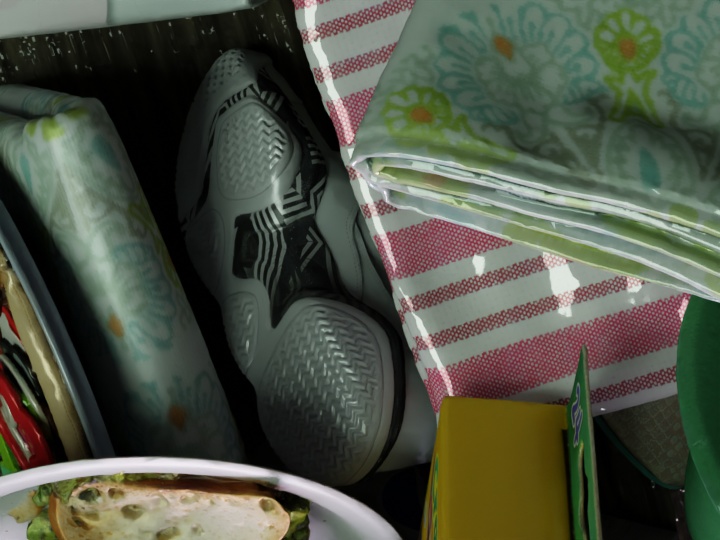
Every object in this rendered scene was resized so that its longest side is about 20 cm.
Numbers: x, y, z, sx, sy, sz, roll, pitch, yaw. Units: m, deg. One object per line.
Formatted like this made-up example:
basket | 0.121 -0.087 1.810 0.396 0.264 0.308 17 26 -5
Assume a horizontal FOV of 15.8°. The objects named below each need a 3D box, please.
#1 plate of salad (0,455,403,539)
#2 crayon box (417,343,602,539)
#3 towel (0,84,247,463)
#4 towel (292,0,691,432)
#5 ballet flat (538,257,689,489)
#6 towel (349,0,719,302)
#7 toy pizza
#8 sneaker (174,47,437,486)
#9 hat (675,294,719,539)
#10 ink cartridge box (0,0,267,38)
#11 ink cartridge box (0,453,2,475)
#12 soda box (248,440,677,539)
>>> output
plate of salad | -0.079 0.125 0.987 0.199 0.048 0.200 -2 149 -1
crayon box | 0.047 0.138 0.950 0.051 0.126 0.201 5 133 -4
towel | -0.114 0.010 1.077 0.172 0.048 0.200 67 165 -14
towel | 0.067 -0.041 0.953 0.146 0.030 0.201 -18 95 10
ballet flat | 0.091 -0.005 0.993 0.062 0.067 0.200 -32 96 37
towel | 0.107 -0.085 0.853 0.170 0.201 0.048 18 153 14
toy pizza | -0.145 0.038 1.053 0.201 0.032 0.201 57 163 29
sneaker | 0.000 0.000 1.052 0.075 0.114 0.201 -47 50 37
hat | 0.152 0.092 0.954 0.166 0.199 0.176 61 150 17
ink cartridge box | -0.125 -0.197 1.043 0.162 0.057 0.201 -2 118 34
ink cartridge box | -0.188 0.185 1.132 0.084 0.200 0.146 22 116 -32
soda box | 0.034 0.131 1.105 0.199 0.063 0.069 12 123 28
